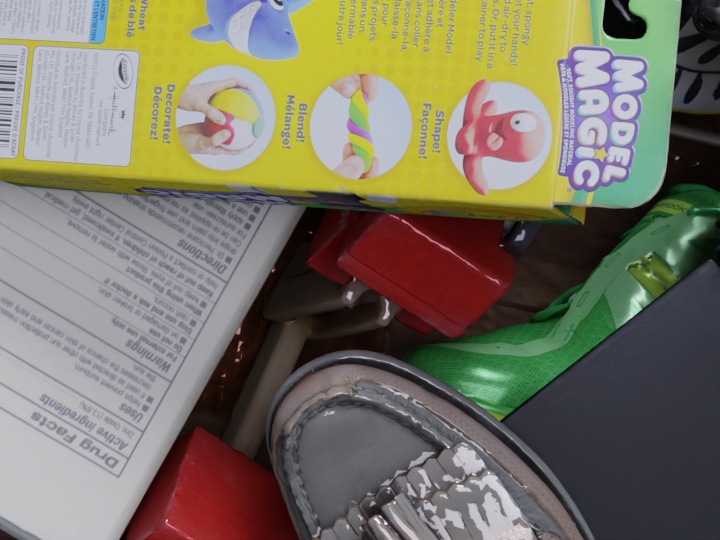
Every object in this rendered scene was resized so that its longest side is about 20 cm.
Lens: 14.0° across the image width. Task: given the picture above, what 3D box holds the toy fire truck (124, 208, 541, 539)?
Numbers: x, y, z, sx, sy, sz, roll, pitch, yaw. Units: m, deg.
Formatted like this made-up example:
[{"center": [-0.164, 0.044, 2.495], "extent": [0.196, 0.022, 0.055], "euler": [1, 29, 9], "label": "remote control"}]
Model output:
[{"center": [0.000, 0.000, 0.916], "extent": [0.049, 0.141, 0.200], "euler": [33, 41, -15], "label": "toy fire truck"}]

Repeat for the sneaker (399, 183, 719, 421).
[{"center": [0.094, 0.016, 0.961], "extent": [0.199, 0.074, 0.084], "euler": [-11, 90, -26], "label": "sneaker"}]

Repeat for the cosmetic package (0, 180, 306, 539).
[{"center": [-0.080, -0.018, 0.909], "extent": [0.105, 0.071, 0.200], "euler": [33, 80, -11], "label": "cosmetic package"}]

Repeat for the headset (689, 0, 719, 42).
[{"center": [0.148, -0.051, 0.832], "extent": [0.200, 0.094, 0.124], "euler": [22, 62, -58], "label": "headset"}]

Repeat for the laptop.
[{"center": [0.143, 0.062, 0.931], "extent": [0.177, 0.103, 0.200], "euler": [51, 43, -11], "label": "laptop"}]

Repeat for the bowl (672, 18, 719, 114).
[{"center": [0.115, -0.159, 0.923], "extent": [0.200, 0.094, 0.202], "euler": [11, 66, -26], "label": "bowl"}]

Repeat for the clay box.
[{"center": [-0.006, -0.075, 0.826], "extent": [0.199, 0.048, 0.115], "euler": [5, 85, 14], "label": "clay box"}]

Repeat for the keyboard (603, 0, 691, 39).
[{"center": [0.035, -0.148, 0.861], "extent": [0.200, 0.104, 0.040], "euler": [54, 32, -6], "label": "keyboard"}]

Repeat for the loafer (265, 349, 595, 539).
[{"center": [0.045, 0.110, 0.847], "extent": [0.072, 0.063, 0.200], "euler": [-34, 107, 11], "label": "loafer"}]
